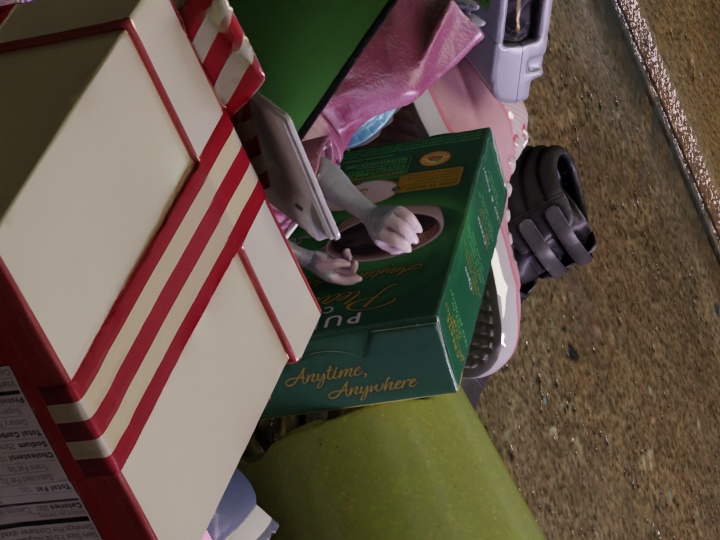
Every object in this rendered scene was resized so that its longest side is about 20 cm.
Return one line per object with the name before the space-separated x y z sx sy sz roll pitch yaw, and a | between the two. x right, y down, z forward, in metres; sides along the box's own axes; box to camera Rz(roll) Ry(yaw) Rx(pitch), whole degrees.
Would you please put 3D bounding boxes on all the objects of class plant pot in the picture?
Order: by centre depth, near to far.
plant pot | 0.024 0.161 1.268 0.200 0.199 0.191 -2 70 -64

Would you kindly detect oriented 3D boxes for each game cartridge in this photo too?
game cartridge | 0.066 -0.207 1.428 0.134 0.040 0.201 -118 -154 -48

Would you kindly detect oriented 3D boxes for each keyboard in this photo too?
keyboard | -0.056 -0.064 1.094 0.200 0.011 0.057 38 -32 61

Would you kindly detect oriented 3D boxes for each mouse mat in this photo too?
mouse mat | -0.018 -0.153 1.137 0.007 0.161 0.201 20 30 -30

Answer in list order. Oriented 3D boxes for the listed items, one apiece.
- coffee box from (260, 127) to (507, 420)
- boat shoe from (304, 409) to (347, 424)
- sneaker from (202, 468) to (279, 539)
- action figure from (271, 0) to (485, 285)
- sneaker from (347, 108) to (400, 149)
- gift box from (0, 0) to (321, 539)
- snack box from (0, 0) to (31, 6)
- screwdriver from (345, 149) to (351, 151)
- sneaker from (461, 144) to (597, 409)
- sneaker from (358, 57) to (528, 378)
coffee box | 0.000 0.000 1.297 0.200 0.122 0.044 -73 151 -60
boat shoe | 0.013 0.095 1.372 0.076 0.071 0.202 4 77 -64
sneaker | -0.112 0.121 1.131 0.082 0.070 0.200 56 28 0
action figure | -0.033 -0.064 1.183 0.149 0.134 0.200 40 60 -6
sneaker | -0.014 -0.171 1.413 0.095 0.079 0.202 34 50 -53
gift box | -0.130 -0.007 0.988 0.187 0.183 0.201 -64 142 -49
snack box | -0.126 -0.071 1.168 0.142 0.053 0.201 -46 121 -62
screwdriver | -0.006 -0.035 1.451 0.028 0.029 0.202 5 68 -63
sneaker | 0.080 0.007 1.514 0.071 0.099 0.201 48 41 -50
sneaker | 0.062 -0.041 1.469 0.104 0.075 0.201 -4 69 -47
